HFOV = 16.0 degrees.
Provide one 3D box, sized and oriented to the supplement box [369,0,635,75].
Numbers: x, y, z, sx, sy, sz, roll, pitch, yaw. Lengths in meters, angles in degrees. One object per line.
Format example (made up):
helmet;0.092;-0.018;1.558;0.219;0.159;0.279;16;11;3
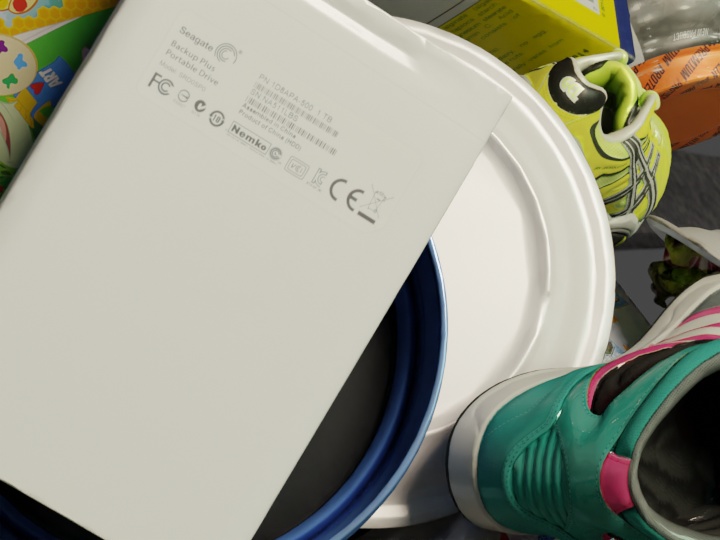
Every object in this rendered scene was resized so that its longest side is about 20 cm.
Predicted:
supplement box;0.022;-0.155;1.199;0.199;0.109;0.110;24;50;-41

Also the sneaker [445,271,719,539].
sneaker;0.142;0.050;0.948;0.199;0.120;0.084;-24;108;-33

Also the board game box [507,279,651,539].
board game box;0.084;0.052;1.103;0.200;0.041;0.200;53;24;7

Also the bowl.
bowl;-0.069;0.021;0.926;0.039;0.200;0.202;106;-37;-77

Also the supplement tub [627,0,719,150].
supplement tub;0.140;-0.170;1.348;0.122;0.122;0.201;8;61;-49

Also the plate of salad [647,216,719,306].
plate of salad;0.203;0.043;1.144;0.200;0.048;0.200;36;3;-2

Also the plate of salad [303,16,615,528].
plate of salad;0.000;0.000;0.987;0.199;0.048;0.201;2;78;-9

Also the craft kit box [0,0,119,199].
craft kit box;-0.130;-0.103;0.908;0.201;0.197;0.049;59;-6;9

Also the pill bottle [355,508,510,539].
pill bottle;0.053;0.200;0.993;0.200;0.119;0.120;55;36;-10

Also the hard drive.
hard drive;-0.054;-0.008;0.867;0.132;0.025;0.201;31;88;-13

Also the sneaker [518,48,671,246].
sneaker;0.111;-0.059;1.169;0.076;0.076;0.200;51;22;9
